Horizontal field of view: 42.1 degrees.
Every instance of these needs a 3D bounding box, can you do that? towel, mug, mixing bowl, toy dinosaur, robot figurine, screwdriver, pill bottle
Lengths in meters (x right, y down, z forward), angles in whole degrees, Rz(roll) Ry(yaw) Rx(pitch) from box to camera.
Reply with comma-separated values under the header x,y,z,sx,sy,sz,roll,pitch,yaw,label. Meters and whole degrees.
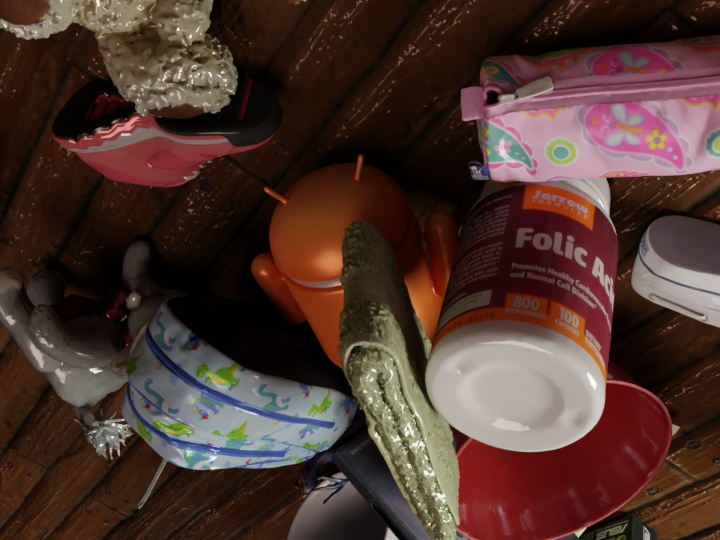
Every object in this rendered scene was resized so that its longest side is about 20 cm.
x,y,z,sx,sy,sz,roll,pitch,yaw,label
0.031,0.076,0.640,0.036,0.149,0.201,-16,126,12,towel
0.046,0.318,1.004,0.199,0.149,0.175,-6,144,45,mug
0.146,0.128,0.791,0.198,0.109,0.202,-9,130,-11,mixing bowl
0.009,0.200,0.960,0.198,0.106,0.181,18,156,-13,toy dinosaur
0.002,-0.001,0.739,0.143,0.117,0.201,20,146,44,robot figurine
-0.160,0.128,0.868,0.029,0.201,0.028,-1,142,44,screwdriver
0.117,0.011,0.642,0.113,0.201,0.115,10,136,10,pill bottle

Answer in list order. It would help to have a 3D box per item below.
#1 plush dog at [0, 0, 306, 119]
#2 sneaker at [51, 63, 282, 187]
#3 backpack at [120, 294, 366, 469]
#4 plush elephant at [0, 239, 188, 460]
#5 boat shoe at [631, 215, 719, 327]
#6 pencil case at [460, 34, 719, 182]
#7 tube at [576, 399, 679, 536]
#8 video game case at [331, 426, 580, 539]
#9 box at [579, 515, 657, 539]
x,y,z,sx,sy,sz,roll,pitch,yaw,label
-0.124,-0.214,0.583,0.171,0.162,0.200,-26,150,22,plush dog
-0.140,-0.107,0.734,0.198,0.074,0.087,1,147,25,sneaker
-0.101,0.090,0.771,0.163,0.154,0.200,41,176,23,backpack
-0.219,0.049,0.859,0.201,0.154,0.165,58,178,7,plush elephant
0.299,0.018,0.685,0.198,0.074,0.066,22,143,14,boat shoe
0.168,-0.103,0.594,0.198,0.088,0.088,-1,133,21,pencil case
0.226,0.195,0.900,0.058,0.052,0.201,-12,141,-28,tube
0.087,0.203,0.828,0.200,0.142,0.019,47,138,15,video game case
0.212,0.369,0.967,0.047,0.194,0.200,36,134,-18,box
